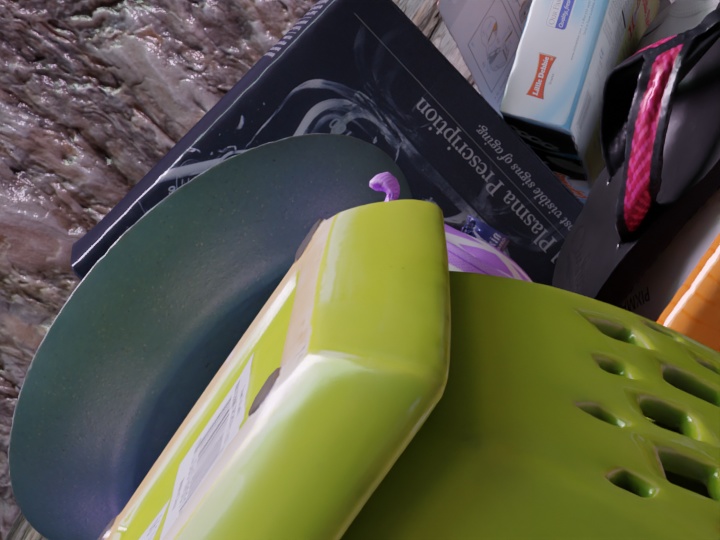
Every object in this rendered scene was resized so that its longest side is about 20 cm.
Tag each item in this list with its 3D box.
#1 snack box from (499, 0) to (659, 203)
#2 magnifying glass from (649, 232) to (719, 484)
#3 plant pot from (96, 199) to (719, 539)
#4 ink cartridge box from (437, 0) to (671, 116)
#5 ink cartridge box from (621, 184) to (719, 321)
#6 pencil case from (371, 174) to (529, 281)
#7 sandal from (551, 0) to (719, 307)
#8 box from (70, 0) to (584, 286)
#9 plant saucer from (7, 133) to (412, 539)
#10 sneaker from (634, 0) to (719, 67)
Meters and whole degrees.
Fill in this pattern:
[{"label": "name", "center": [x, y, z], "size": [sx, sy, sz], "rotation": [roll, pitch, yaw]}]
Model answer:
[{"label": "snack box", "center": [0.109, -0.104, 1.019], "size": [0.200, 0.037, 0.117], "rotation": [43, -116, -77]}, {"label": "magnifying glass", "center": [0.092, 0.049, 0.706], "size": [0.201, 0.079, 0.022], "rotation": [-57, 15, 13]}, {"label": "plant pot", "center": [0.024, 0.101, 0.612], "size": [0.200, 0.181, 0.200], "rotation": [-55, 7, 15]}, {"label": "ink cartridge box", "center": [0.095, -0.134, 1.126], "size": [0.057, 0.200, 0.163], "rotation": [11, 60, 39]}, {"label": "ink cartridge box", "center": [0.138, -0.010, 0.845], "size": [0.201, 0.050, 0.161], "rotation": [-58, 8, -27]}, {"label": "pencil case", "center": [-0.010, 0.068, 0.758], "size": [0.201, 0.085, 0.084], "rotation": [-58, 4, 2]}, {"label": "sandal", "center": [0.113, -0.049, 0.842], "size": [0.075, 0.045, 0.201], "rotation": [-88, 22, -49]}, {"label": "box", "center": [0.000, 0.000, 0.967], "size": [0.182, 0.200, 0.104], "rotation": [-45, 9, 0]}, {"label": "plant saucer", "center": [-0.044, 0.041, 0.825], "size": [0.199, 0.036, 0.201], "rotation": [-31, -36, -25]}, {"label": "sneaker", "center": [0.171, -0.102, 0.960], "size": [0.200, 0.072, 0.071], "rotation": [120, 172, -69]}]
